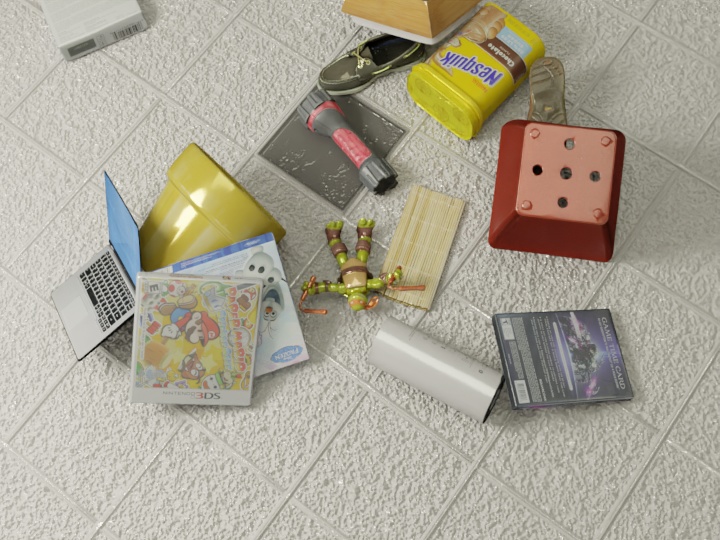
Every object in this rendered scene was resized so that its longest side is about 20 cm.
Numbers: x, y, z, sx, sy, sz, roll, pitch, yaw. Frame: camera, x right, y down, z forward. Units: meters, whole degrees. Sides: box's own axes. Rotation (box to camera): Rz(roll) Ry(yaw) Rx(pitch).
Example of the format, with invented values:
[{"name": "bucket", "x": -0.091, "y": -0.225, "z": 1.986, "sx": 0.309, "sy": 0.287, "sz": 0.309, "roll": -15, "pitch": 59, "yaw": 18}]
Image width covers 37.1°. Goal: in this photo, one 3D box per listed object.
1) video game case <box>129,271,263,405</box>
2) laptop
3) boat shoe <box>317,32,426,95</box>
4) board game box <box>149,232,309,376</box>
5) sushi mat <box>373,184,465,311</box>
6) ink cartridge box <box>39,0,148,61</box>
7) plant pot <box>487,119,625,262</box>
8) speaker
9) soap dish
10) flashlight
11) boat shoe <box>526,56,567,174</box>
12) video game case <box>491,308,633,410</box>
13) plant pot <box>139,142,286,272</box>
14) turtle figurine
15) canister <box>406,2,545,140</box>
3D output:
[{"name": "video game case", "x": -0.239, "y": 0.102, "z": 1.554, "sx": 0.179, "sy": 0.203, "sz": 0.023, "roll": 3, "pitch": 21, "yaw": -14}, {"name": "laptop", "x": -0.401, "y": -0.009, "z": 1.607, "sx": 0.199, "sy": 0.116, "sz": 0.187, "roll": -40, "pitch": 41, "yaw": -2}, {"name": "boat shoe", "x": 0.017, "y": -0.359, "z": 1.821, "sx": 0.199, "sy": 0.060, "sz": 0.073, "roll": -22, "pitch": 67, "yaw": -6}, {"name": "board game box", "x": -0.195, "y": 0.068, "z": 1.586, "sx": 0.197, "sy": 0.202, "sz": 0.043, "roll": -17, "pitch": 24, "yaw": -5}, {"name": "sushi mat", "x": 0.095, "y": -0.038, "z": 1.704, "sx": 0.094, "sy": 0.012, "sz": 0.203, "roll": 17, "pitch": 68, "yaw": 9}, {"name": "ink cartridge box", "x": -0.487, "y": -0.484, "z": 1.915, "sx": 0.161, "sy": 0.057, "sz": 0.202, "roll": -25, "pitch": 59, "yaw": -7}, {"name": "plant pot", "x": 0.303, "y": -0.131, "z": 1.614, "sx": 0.196, "sy": 0.176, "sz": 0.204, "roll": 7, "pitch": 86, "yaw": 6}, {"name": "speaker", "x": 0.111, "y": 0.144, "z": 1.587, "sx": 0.198, "sy": 0.081, "sz": 0.082, "roll": 26, "pitch": 70, "yaw": 13}, {"name": "soap dish", "x": 0.087, "y": -0.464, "z": 1.808, "sx": 0.198, "sy": 0.082, "sz": 0.157, "roll": 25, "pitch": 51, "yaw": 33}, {"name": "flashlight", "x": -0.022, "y": -0.208, "z": 1.754, "sx": 0.067, "sy": 0.068, "sz": 0.201, "roll": -34, "pitch": 68, "yaw": -13}, {"name": "boat shoe", "x": 0.305, "y": -0.241, "z": 1.749, "sx": 0.071, "sy": 0.067, "sz": 0.204, "roll": 3, "pitch": 84, "yaw": 15}, {"name": "video game case", "x": 0.298, "y": 0.128, "z": 1.583, "sx": 0.197, "sy": 0.019, "sz": 0.145, "roll": -1, "pitch": 65, "yaw": -21}, {"name": "plant pot", "x": -0.246, "y": -0.059, "z": 1.642, "sx": 0.201, "sy": 0.201, "sz": 0.189, "roll": 43, "pitch": 89, "yaw": 19}, {"name": "turtle figurine", "x": 0.000, "y": 0.000, "z": 1.665, "sx": 0.196, "sy": 0.065, "sz": 0.164, "roll": -10, "pitch": 58, "yaw": 8}, {"name": "canister", "x": 0.194, "y": -0.336, "z": 1.789, "sx": 0.148, "sy": 0.087, "sz": 0.200, "roll": 39, "pitch": 72, "yaw": 17}]
